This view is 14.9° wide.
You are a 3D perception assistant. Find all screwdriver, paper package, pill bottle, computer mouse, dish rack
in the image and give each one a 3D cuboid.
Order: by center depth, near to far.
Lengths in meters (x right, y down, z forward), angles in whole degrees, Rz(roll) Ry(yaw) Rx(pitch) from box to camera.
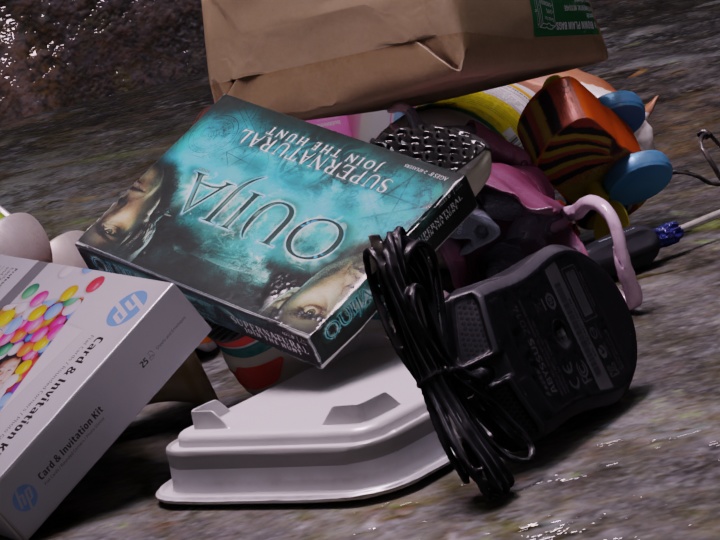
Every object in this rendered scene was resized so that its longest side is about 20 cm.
[{"bbox_3d":[0.070,0.039,1.368,0.053,0.139,0.200,-27,-8,33],"label":"computer mouse"},{"bbox_3d":[0.002,0.071,1.446,0.171,0.044,0.200,-6,12,40],"label":"dish rack"},{"bbox_3d":[0.217,-0.032,1.759,0.199,0.028,0.029,-22,-16,-26],"label":"screwdriver"},{"bbox_3d":[0.031,-0.161,1.769,0.190,0.104,0.200,-10,1,34],"label":"paper package"},{"bbox_3d":[0.078,-0.076,1.948,0.112,0.113,0.200,-9,11,20],"label":"pill bottle"}]

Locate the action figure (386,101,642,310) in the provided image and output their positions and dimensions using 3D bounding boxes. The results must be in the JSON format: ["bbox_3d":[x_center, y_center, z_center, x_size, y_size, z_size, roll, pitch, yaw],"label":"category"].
[{"bbox_3d":[0.093,-0.044,1.694,0.148,0.134,0.200,-10,13,10],"label":"action figure"}]

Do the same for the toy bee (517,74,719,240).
[{"bbox_3d":[0.160,-0.058,1.830,0.109,0.200,0.131,-38,36,26],"label":"toy bee"}]

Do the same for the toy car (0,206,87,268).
[{"bbox_3d":[-0.292,-0.001,1.937,0.175,0.150,0.200,36,6,22],"label":"toy car"}]

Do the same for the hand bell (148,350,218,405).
[{"bbox_3d":[-0.192,0.079,1.604,0.199,0.104,0.104,-28,12,-5],"label":"hand bell"}]

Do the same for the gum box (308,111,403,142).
[{"bbox_3d":[0.012,-0.087,2.086,0.066,0.114,0.200,-9,11,26],"label":"gum box"}]

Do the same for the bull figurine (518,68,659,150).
[{"bbox_3d":[0.150,-0.122,2.104,0.199,0.065,0.121,24,-10,17],"label":"bull figurine"}]

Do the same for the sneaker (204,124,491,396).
[{"bbox_3d":[0.000,0.000,1.577,0.200,0.094,0.070,-39,42,-16],"label":"sneaker"}]

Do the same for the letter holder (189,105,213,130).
[{"bbox_3d":[-0.051,-0.049,1.877,0.100,0.143,0.200,-12,10,6],"label":"letter holder"}]

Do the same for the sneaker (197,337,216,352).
[{"bbox_3d":[-0.151,0.013,1.853,0.112,0.078,0.200,-11,10,4],"label":"sneaker"}]

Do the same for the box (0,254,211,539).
[{"bbox_3d":[-0.192,0.065,1.510,0.156,0.041,0.200,-49,30,-20],"label":"box"}]

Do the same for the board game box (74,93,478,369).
[{"bbox_3d":[-0.050,-0.025,1.535,0.200,0.028,0.135,20,57,42],"label":"board game box"}]
